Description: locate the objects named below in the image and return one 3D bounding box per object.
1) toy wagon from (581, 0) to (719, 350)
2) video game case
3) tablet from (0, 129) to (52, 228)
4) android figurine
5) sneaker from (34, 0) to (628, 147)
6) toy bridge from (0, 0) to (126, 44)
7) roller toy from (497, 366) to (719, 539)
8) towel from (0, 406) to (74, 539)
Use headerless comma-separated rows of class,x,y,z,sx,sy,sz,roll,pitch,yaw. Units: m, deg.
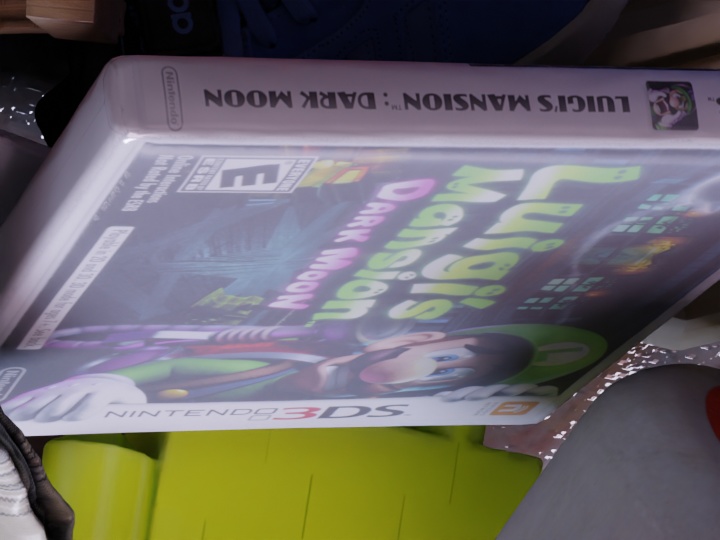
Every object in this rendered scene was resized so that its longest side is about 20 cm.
toy wagon,0.095,-0.049,0.783,0.154,0.040,0.200,-15,142,8
video game case,0.000,0.000,0.721,0.181,0.023,0.200,-1,159,-22
tablet,-0.175,-0.025,0.707,0.199,0.014,0.130,20,146,-27
android figurine,-0.013,0.103,0.837,0.181,0.201,0.041,16,166,-28
sneaker,-0.012,-0.069,0.703,0.111,0.077,0.200,1,150,-27
toy bridge,-0.151,-0.069,0.695,0.199,0.027,0.067,3,176,7
roller toy,0.104,0.128,0.754,0.140,0.182,0.200,-56,166,16
towel,-0.174,0.032,0.644,0.199,0.035,0.193,-5,148,10
